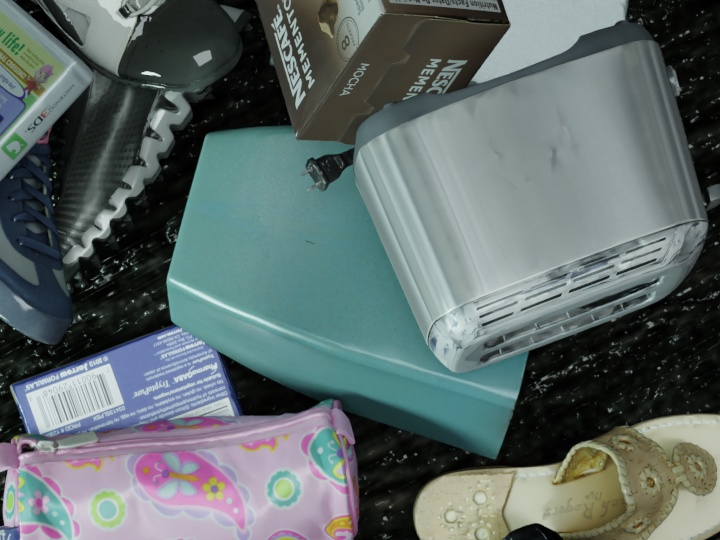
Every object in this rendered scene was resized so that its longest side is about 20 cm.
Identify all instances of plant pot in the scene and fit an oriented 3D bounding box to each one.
[{"bbox_3d":[0.000,0.000,1.598,0.199,0.141,0.142,14,75,3],"label":"plant pot"}]

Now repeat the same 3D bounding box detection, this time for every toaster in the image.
[{"bbox_3d":[0.083,-0.033,1.478,0.199,0.114,0.130,-20,77,-7],"label":"toaster"}]

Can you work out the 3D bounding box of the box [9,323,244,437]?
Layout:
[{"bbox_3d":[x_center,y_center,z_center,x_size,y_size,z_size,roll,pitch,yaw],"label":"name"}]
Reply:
[{"bbox_3d":[-0.109,0.138,1.650,0.121,0.032,0.201,-20,88,-2],"label":"box"}]

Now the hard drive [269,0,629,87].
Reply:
[{"bbox_3d":[0.056,-0.170,1.664,0.199,0.033,0.140,9,88,-3],"label":"hard drive"}]

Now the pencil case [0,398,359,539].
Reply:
[{"bbox_3d":[-0.100,0.120,1.593,0.199,0.087,0.088,-5,89,-2],"label":"pencil case"}]

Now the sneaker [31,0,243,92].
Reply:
[{"bbox_3d":[-0.150,-0.174,1.590,0.200,0.089,0.074,35,66,17],"label":"sneaker"}]

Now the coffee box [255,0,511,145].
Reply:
[{"bbox_3d":[-0.002,-0.178,1.534,0.080,0.113,0.201,2,57,-29],"label":"coffee box"}]

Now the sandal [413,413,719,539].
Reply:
[{"bbox_3d":[0.136,0.130,1.642,0.211,0.070,0.078,-9,89,-3],"label":"sandal"}]

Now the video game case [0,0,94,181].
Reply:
[{"bbox_3d":[-0.254,-0.083,1.586,0.182,0.200,0.022,-47,132,-2],"label":"video game case"}]

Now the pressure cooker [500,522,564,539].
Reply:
[{"bbox_3d":[0.084,0.260,1.581,0.176,0.179,0.200,43,93,-3],"label":"pressure cooker"}]

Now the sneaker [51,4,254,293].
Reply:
[{"bbox_3d":[-0.147,-0.081,1.640,0.090,0.066,0.200,32,84,1],"label":"sneaker"}]

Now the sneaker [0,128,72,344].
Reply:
[{"bbox_3d":[-0.196,-0.051,1.585,0.082,0.070,0.200,-43,57,15],"label":"sneaker"}]
